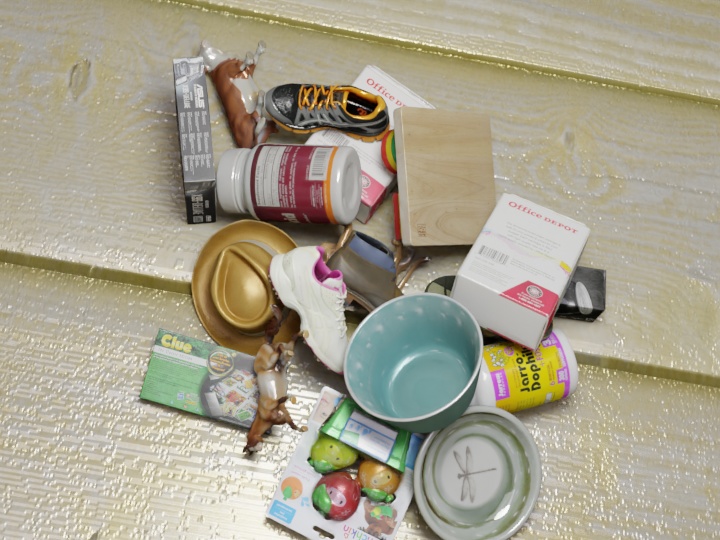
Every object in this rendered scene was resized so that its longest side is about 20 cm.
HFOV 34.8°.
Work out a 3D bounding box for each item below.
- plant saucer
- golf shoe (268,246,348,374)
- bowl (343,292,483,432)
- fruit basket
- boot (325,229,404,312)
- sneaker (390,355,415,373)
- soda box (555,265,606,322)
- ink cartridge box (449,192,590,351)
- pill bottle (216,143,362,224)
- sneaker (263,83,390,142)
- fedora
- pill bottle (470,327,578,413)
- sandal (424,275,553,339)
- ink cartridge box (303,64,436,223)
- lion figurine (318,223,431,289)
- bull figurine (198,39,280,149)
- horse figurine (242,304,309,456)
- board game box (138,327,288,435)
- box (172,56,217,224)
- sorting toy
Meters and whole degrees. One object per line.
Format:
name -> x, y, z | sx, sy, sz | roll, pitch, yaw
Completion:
plant saucer -> 0.162, 0.292, 1.645 | 0.196, 0.050, 0.204 | 0, 91, -16
golf shoe -> -0.050, 0.055, 1.625 | 0.090, 0.076, 0.202 | -25, 109, 18
bowl -> 0.085, 0.144, 1.597 | 0.197, 0.106, 0.204 | -11, 52, 15
fruit basket -> -0.013, 0.292, 1.621 | 0.183, 0.094, 0.202 | 26, 72, 3
boot -> 0.042, 0.019, 1.683 | 0.197, 0.075, 0.098 | 23, 110, -20
sneaker -> 0.075, 0.140, 1.711 | 0.196, 0.072, 0.085 | -9, 95, -9
soda box -> 0.275, 0.026, 1.767 | 0.196, 0.063, 0.072 | 8, 69, -4
ink cartridge box -> 0.232, -0.001, 1.668 | 0.146, 0.086, 0.201 | 25, 47, 13
pill bottle -> -0.105, -0.129, 1.696 | 0.196, 0.114, 0.116 | 4, 68, 18
sneaker -> -0.048, -0.251, 1.729 | 0.196, 0.077, 0.080 | 7, 70, -4
fedora -> -0.165, 0.025, 1.673 | 0.196, 0.082, 0.205 | -1, 86, 8
pill bottle -> 0.213, 0.157, 1.690 | 0.196, 0.104, 0.106 | -14, 72, -12
sandal -> 0.184, 0.069, 1.696 | 0.198, 0.058, 0.080 | 20, 49, 13
ink cartridge box -> 0.011, -0.200, 1.803 | 0.145, 0.085, 0.201 | 35, 72, 6
lion figurine -> 0.000, 0.000, 1.737 | 0.197, 0.072, 0.125 | 20, 89, -6
bull figurine -> -0.187, -0.286, 1.803 | 0.065, 0.121, 0.203 | -15, 78, -45
horse figurine -> -0.118, 0.154, 1.615 | 0.049, 0.132, 0.204 | 5, 77, -32
board game box -> -0.212, 0.162, 1.668 | 0.197, 0.023, 0.107 | 17, 83, -2
box -> -0.249, -0.194, 1.729 | 0.049, 0.158, 0.204 | -5, 70, -9
sorting toy -> 0.114, -0.137, 1.740 | 0.198, 0.069, 0.203 | -2, 87, -43
